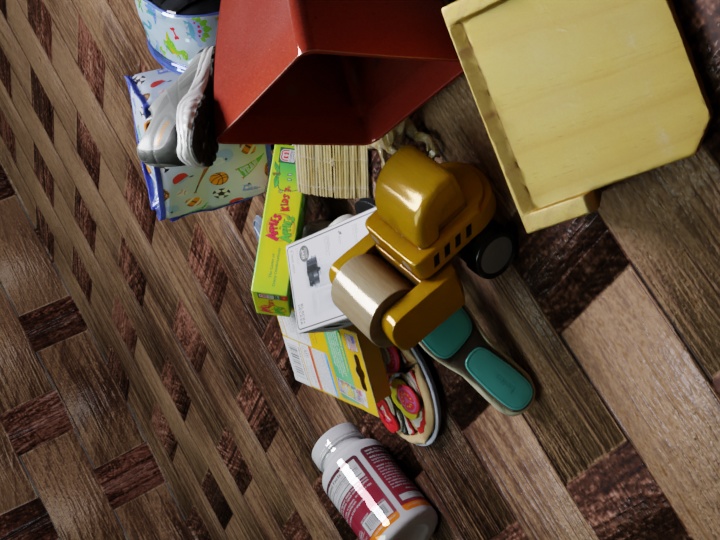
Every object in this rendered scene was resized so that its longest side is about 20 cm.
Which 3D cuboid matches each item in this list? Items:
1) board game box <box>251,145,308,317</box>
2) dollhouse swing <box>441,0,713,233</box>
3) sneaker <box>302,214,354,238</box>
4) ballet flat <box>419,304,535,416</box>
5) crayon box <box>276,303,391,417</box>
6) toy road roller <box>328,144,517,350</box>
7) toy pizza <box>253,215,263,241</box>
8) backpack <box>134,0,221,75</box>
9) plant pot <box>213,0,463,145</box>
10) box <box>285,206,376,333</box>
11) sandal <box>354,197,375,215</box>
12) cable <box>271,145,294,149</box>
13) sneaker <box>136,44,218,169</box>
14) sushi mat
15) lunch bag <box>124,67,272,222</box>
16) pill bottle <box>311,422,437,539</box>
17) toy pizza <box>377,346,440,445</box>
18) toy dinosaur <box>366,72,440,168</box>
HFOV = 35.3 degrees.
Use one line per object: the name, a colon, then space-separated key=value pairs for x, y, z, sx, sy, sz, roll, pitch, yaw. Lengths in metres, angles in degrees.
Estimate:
board game box: x=-0.102 y=-0.051 z=1.480 sx=0.102 sy=0.047 sz=0.202 roll=92 pitch=-175 yaw=-72
dollhouse swing: x=0.189 y=-0.162 z=0.960 sx=0.202 sy=0.174 sz=0.182 roll=67 pitch=-163 yaw=-5
sneaker: x=-0.050 y=-0.036 z=1.527 sx=0.082 sy=0.074 sz=0.200 roll=69 pitch=157 yaw=14
ballet flat: x=0.114 y=0.084 z=1.266 sx=0.200 sy=0.069 sz=0.069 roll=48 pitch=156 yaw=-5
crayon box: x=-0.030 y=0.106 z=1.508 sx=0.199 sy=0.051 sz=0.127 roll=17 pitch=128 yaw=53
toy road roller: x=0.051 y=-0.034 z=1.166 sx=0.123 sy=0.200 sz=0.146 roll=41 pitch=168 yaw=43
toy pizza: x=-0.104 y=0.005 z=1.691 sx=0.201 sy=0.031 sz=0.201 roll=60 pitch=169 yaw=19
backpack: x=-0.157 y=-0.300 z=1.338 sx=0.183 sy=0.199 sz=0.148 roll=40 pitch=146 yaw=42
plant pot: x=-0.037 y=-0.248 z=1.138 sx=0.200 sy=0.198 sz=0.178 roll=-31 pitch=68 yaw=53
box: x=0.000 y=0.000 z=1.350 sx=0.199 sy=0.060 sz=0.118 roll=-22 pitch=73 yaw=46
sandal: x=0.038 y=0.004 z=1.406 sx=0.202 sy=0.045 sz=0.075 roll=66 pitch=156 yaw=-1
cable: x=-0.104 y=-0.236 z=1.487 sx=0.165 sy=0.050 sz=0.200 roll=68 pitch=161 yaw=7
sneaker: x=-0.182 y=-0.175 z=1.183 sx=0.201 sy=0.078 sz=0.075 roll=-80 pitch=-21 yaw=-53
sushi mat: x=-0.037 y=-0.171 z=1.370 sx=0.012 sy=0.095 sz=0.201 roll=-74 pitch=-13 yaw=-48
lunch bag: x=-0.209 y=-0.172 z=1.499 sx=0.124 sy=0.168 sz=0.202 roll=-126 pitch=24 yaw=-51
pill bottle: x=0.016 y=0.324 z=1.666 sx=0.200 sy=0.112 sz=0.114 roll=49 pitch=151 yaw=34
toy pizza: x=0.040 y=0.150 z=1.537 sx=0.200 sy=0.032 sz=0.202 roll=46 pitch=150 yaw=37
toy dinosaur: x=0.039 y=-0.156 z=1.244 sx=0.102 sy=0.058 sz=0.200 roll=61 pitch=155 yaw=13
